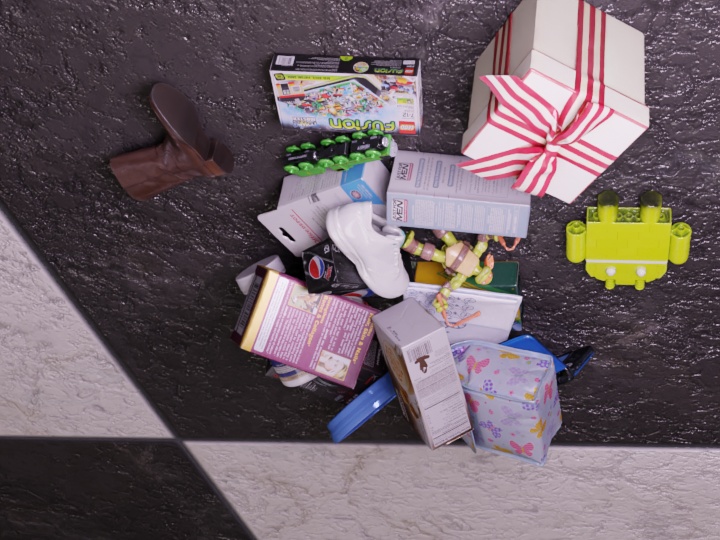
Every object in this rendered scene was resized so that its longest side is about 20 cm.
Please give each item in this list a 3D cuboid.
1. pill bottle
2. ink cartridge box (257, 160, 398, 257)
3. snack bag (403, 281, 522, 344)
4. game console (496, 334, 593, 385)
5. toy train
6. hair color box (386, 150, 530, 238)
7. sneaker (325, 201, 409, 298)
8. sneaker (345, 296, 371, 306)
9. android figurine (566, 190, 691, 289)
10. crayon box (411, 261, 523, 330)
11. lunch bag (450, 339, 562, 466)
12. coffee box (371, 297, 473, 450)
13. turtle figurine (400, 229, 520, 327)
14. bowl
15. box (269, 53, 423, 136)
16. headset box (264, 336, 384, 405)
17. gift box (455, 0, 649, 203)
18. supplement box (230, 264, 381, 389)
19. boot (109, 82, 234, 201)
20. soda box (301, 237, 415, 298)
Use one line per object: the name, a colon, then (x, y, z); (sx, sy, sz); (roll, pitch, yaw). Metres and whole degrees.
pill bottle: (-0.126, 0.081, 1.747); (0.110, 0.111, 0.202); (-19, 106, 34)
ink cartridge box: (-0.043, -0.099, 1.571); (0.198, 0.067, 0.116); (-16, 137, 31)
snack bag: (0.155, 0.080, 1.697); (0.185, 0.022, 0.201); (7, 151, 2)
game console: (0.271, 0.154, 1.803); (0.199, 0.170, 0.119); (-26, 95, 40)
toy train: (-0.029, -0.162, 1.474); (0.198, 0.042, 0.056); (-5, 163, 42)
hair color box: (0.139, -0.109, 1.476); (0.197, 0.100, 0.061); (6, 133, 7)
sneaker: (0.034, -0.030, 1.533); (0.087, 0.076, 0.200); (-21, 139, 23)
sneaker: (-0.026, 0.067, 1.773); (0.077, 0.083, 0.201); (-9, 139, 25)
android figurine: (0.396, -0.039, 1.559); (0.179, 0.041, 0.201); (2, 141, 11)
crayon box: (0.164, 0.042, 1.717); (0.197, 0.052, 0.126); (1, 143, 15)
lunch bag: (0.216, 0.214, 1.715); (0.198, 0.128, 0.171); (13, 139, 28)
coffee box: (0.096, 0.160, 1.624); (0.079, 0.114, 0.202); (-25, 121, -12)
turtle figurine: (0.149, -0.032, 1.588); (0.160, 0.064, 0.201); (35, 98, -8)
bowl: (0.021, 0.238, 1.914); (0.040, 0.200, 0.201); (50, 140, 8)
box: (-0.016, -0.236, 1.410); (0.197, 0.035, 0.111); (4, 143, 10)
headset box: (-0.072, 0.157, 1.910); (0.198, 0.078, 0.149); (22, 143, -16)
gift box: (0.218, -0.205, 1.261); (0.197, 0.189, 0.185); (18, 143, -11)
supplement box: (-0.086, 0.087, 1.648); (0.198, 0.133, 0.103); (22, 178, -17)
boot: (-0.312, -0.181, 1.546); (0.198, 0.065, 0.187); (-9, 137, 32)
soda box: (0.000, 0.000, 1.616); (0.063, 0.072, 0.199); (-21, 163, 37)
